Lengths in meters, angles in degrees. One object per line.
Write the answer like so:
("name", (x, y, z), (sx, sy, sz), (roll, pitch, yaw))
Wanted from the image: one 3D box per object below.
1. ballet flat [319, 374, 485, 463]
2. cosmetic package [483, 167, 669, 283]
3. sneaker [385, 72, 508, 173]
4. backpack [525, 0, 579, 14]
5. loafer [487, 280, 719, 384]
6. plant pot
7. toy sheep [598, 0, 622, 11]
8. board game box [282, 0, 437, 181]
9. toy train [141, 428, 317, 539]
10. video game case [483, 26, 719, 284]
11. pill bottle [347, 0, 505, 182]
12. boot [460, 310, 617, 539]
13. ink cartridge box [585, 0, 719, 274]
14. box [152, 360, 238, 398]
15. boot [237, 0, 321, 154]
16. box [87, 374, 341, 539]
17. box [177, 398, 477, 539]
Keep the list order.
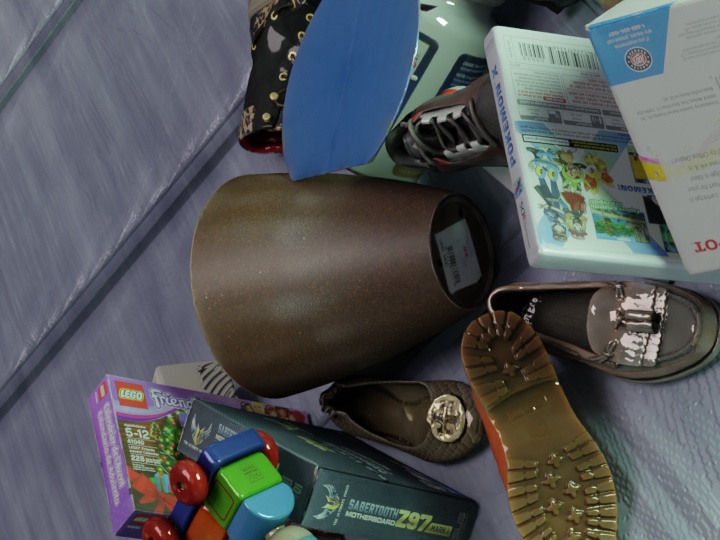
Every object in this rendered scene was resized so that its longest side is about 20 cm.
("ballet flat", (0.029, 0.112, 1.643), (0.200, 0.046, 0.067), (8, 85, 55))
("cosmetic package", (0.170, -0.081, 1.504), (0.102, 0.074, 0.200), (-64, 34, 16))
("sneaker", (0.076, -0.097, 1.471), (0.077, 0.082, 0.200), (68, 160, -2))
("backpack", (0.129, -0.318, 1.603), (0.167, 0.127, 0.200), (-60, 35, 25))
("loafer", (0.170, 0.038, 1.464), (0.200, 0.063, 0.072), (4, 80, 54))
("plant pot", (0.000, 0.000, 1.634), (0.200, 0.187, 0.187), (-9, 69, 36))
("toy sheep", (0.249, -0.214, 1.397), (0.200, 0.138, 0.138), (-10, 69, 38))
("board game box", (0.005, -0.147, 1.600), (0.200, 0.039, 0.158), (-10, 67, 59))
("toy train", (-0.100, 0.219, 1.515), (0.116, 0.085, 0.200), (50, 136, 23))
("video game case", (0.188, -0.075, 1.367), (0.022, 0.200, 0.182), (126, 143, -50))
("pill bottle", (0.044, -0.176, 1.676), (0.200, 0.111, 0.111), (-59, 38, 20))
("boot", (0.130, 0.132, 1.484), (0.107, 0.075, 0.200), (81, 170, -76))
("ink cartridge box", (0.257, -0.097, 1.279), (0.129, 0.125, 0.200), (-9, 111, 45))
("box", (-0.131, 0.177, 1.800), (0.082, 0.068, 0.200), (105, 152, -44))
("boot", (-0.049, -0.192, 1.843), (0.200, 0.073, 0.151), (-14, 65, 55))
("box", (-0.120, 0.165, 1.693), (0.039, 0.200, 0.137), (-50, 42, 34))
("box", (-0.029, 0.161, 1.608), (0.200, 0.158, 0.051), (21, 94, 56))
